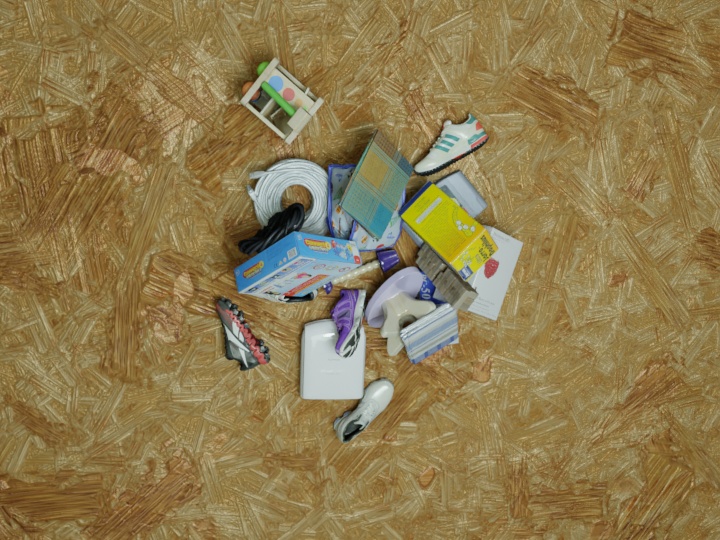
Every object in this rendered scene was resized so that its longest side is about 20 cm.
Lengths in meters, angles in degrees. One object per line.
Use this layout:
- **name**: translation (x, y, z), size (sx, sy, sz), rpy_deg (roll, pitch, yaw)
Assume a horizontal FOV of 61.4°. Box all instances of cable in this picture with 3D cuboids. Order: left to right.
- **cable**: translation (-0.190, -0.088, 1.308), size (0.162, 0.200, 0.051), rpy_deg (-33, 106, -11)
- **cable**: translation (-0.154, -0.164, 1.439), size (0.198, 0.069, 0.202), rpy_deg (-19, 104, -3)

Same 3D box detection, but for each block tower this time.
- **block tower**: translation (0.200, 0.016, 1.419), size (0.057, 0.200, 0.054), rpy_deg (22, 112, -35)

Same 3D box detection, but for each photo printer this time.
- **photo printer**: translation (-0.069, 0.222, 1.529), size (0.164, 0.069, 0.202), rpy_deg (2, 102, -7)

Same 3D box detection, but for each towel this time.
- **towel**: translation (0.036, -0.185, 1.327), size (0.146, 0.022, 0.201), rpy_deg (40, 67, -38)
- **towel**: translation (0.169, 0.154, 1.455), size (0.146, 0.200, 0.024), rpy_deg (-30, 60, -4)

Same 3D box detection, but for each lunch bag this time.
- **lunch bag**: translation (0.012, -0.145, 1.408), size (0.169, 0.123, 0.202), rpy_deg (-9, 103, -41)

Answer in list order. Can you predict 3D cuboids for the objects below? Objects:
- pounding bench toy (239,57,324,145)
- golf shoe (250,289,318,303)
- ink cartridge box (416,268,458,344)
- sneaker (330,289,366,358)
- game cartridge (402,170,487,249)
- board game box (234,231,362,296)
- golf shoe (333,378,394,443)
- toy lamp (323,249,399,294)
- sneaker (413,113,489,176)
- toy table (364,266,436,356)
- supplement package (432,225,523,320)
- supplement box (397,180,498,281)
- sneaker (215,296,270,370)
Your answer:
- **pounding bench toy**: translation (-0.177, -0.374, 1.324), size (0.156, 0.200, 0.124), rpy_deg (40, 95, -14)
- **golf shoe**: translation (-0.201, 0.038, 1.463), size (0.198, 0.092, 0.073), rpy_deg (2, 110, -5)
- **ink cartridge box**: translation (0.194, 0.091, 1.547), size (0.093, 0.044, 0.202), rpy_deg (-7, 102, -7)
- **sneaker**: translation (-0.037, 0.127, 1.468), size (0.082, 0.201, 0.081), rpy_deg (7, 134, 6)
- **game cartridge**: translation (0.201, -0.146, 1.503), size (0.200, 0.041, 0.133), rpy_deg (-42, 99, 3)
- **board game box**: translation (-0.133, -0.008, 1.306), size (0.199, 0.195, 0.056), rpy_deg (-27, 70, 34)
- **golf shoe**: translation (0.017, 0.368, 1.558), size (0.078, 0.097, 0.200), rpy_deg (42, 93, -11)
- **toy lamp**: translation (0.000, 0.000, 1.498), size (0.198, 0.058, 0.059), rpy_deg (-23, 104, -2)
- **sneaker**: translation (0.205, -0.304, 1.462), size (0.198, 0.070, 0.094), rpy_deg (-28, 86, 2)
- **toy table**: translation (0.100, 0.103, 1.460), size (0.182, 0.118, 0.201), rpy_deg (-9, 142, -32)
- **supplement package**: translation (0.284, -0.001, 1.467), size (0.120, 0.119, 0.202), rpy_deg (19, 90, -35)
- **supplement box**: translation (0.199, -0.091, 1.385), size (0.110, 0.200, 0.109), rpy_deg (-45, 145, 4)
- **sneaker**: translation (-0.307, 0.163, 1.488), size (0.097, 0.071, 0.201), rpy_deg (-31, 105, -2)
